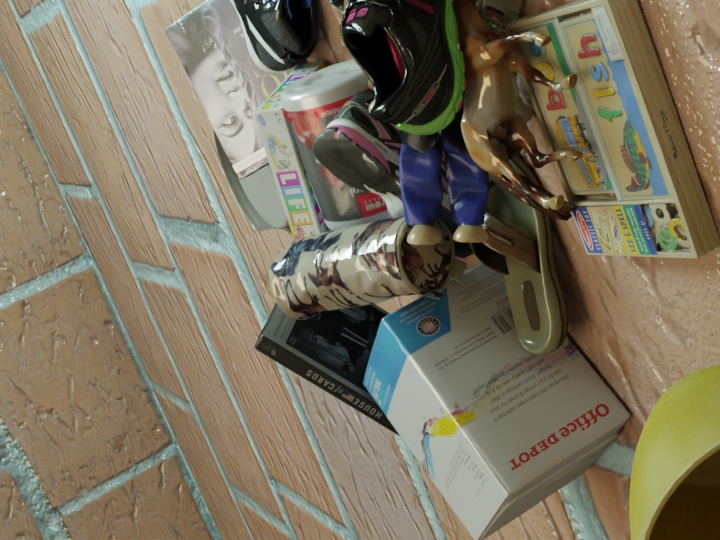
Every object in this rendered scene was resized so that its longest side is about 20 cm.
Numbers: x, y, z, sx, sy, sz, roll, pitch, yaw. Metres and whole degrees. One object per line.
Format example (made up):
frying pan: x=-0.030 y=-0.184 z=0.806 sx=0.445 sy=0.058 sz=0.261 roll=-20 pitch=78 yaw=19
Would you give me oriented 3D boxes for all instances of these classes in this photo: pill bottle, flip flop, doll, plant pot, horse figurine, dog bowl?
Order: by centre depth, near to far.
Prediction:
plant pot: x=0.267 y=0.143 z=0.768 sx=0.142 sy=0.200 sz=0.200 roll=-100 pitch=-7 yaw=-65
horse figurine: x=0.115 y=-0.126 z=0.869 sx=0.132 sy=0.050 sz=0.200 roll=33 pitch=143 yaw=50
doll: x=0.075 y=-0.124 z=0.939 sx=0.048 sy=0.136 sz=0.200 roll=-66 pitch=-27 yaw=-70
flip flop: x=0.129 y=-0.019 z=1.001 sx=0.081 sy=0.057 sz=0.200 roll=-5 pitch=99 yaw=66
pill bottle: x=0.002 y=-0.103 z=1.133 sx=0.111 sy=0.111 sz=0.200 roll=18 pitch=132 yaw=60
dog bowl: x=-0.113 y=-0.126 z=1.434 sx=0.200 sy=0.059 sz=0.200 roll=47 pitch=153 yaw=33

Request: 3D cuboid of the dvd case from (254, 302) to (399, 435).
dvd case: x=-0.004 y=0.085 z=1.214 sx=0.200 sy=0.150 sz=0.025 roll=31 pitch=124 yaw=-7

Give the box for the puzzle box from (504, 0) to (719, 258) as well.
puzzle box: x=0.184 y=-0.104 z=0.842 sx=0.133 sy=0.025 sz=0.200 roll=5 pitch=120 yaw=66

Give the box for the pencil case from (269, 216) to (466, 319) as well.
pencil case: x=0.000 y=0.000 z=1.076 sx=0.200 sy=0.078 sz=0.089 roll=-12 pitch=134 yaw=46

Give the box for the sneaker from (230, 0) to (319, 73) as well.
sneaker: x=-0.101 y=-0.312 z=1.190 sx=0.112 sy=0.073 sz=0.200 roll=-5 pitch=116 yaw=60

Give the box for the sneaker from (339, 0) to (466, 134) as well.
sneaker: x=0.026 y=-0.203 z=0.858 sx=0.077 sy=0.084 sz=0.200 roll=-25 pitch=73 yaw=58

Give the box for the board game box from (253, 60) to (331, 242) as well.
board game box: x=-0.048 y=-0.109 z=1.222 sx=0.034 sy=0.135 sz=0.200 roll=-4 pitch=120 yaw=23

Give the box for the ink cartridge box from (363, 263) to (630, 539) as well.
ink cartridge box: x=0.123 y=0.123 z=1.080 sx=0.200 sy=0.147 sz=0.146 roll=54 pitch=156 yaw=22

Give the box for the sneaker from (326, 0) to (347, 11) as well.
sneaker: x=-0.035 y=-0.318 z=1.047 sx=0.200 sy=0.079 sz=0.096 roll=53 pitch=-172 yaw=1

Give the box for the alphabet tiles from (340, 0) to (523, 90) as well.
alphabet tiles: x=0.055 y=-0.206 z=0.965 sx=0.167 sy=0.008 sz=0.200 roll=32 pitch=149 yaw=17

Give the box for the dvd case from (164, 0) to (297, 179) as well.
dvd case: x=-0.131 y=-0.224 z=1.307 sx=0.149 sy=0.016 sz=0.200 roll=-25 pitch=93 yaw=33

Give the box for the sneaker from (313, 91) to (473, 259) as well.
sneaker: x=0.055 y=-0.093 z=1.053 sx=0.200 sy=0.086 sz=0.080 roll=41 pitch=148 yaw=-26
